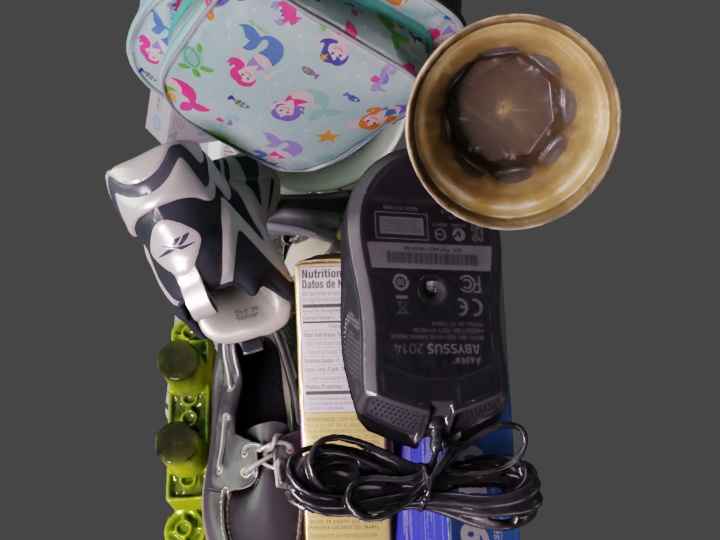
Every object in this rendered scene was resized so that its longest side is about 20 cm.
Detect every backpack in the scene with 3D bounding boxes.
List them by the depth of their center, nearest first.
[{"bbox_3d":[-0.048,-0.153,0.695,0.200,0.177,0.151,-24,47,49],"label":"backpack"}]

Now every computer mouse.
[{"bbox_3d":[0.025,0.035,0.595,0.053,0.138,0.201,136,138,-67],"label":"computer mouse"}]

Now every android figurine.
[{"bbox_3d":[-0.122,0.133,0.859,0.200,0.041,0.183,84,-178,-65],"label":"android figurine"}]

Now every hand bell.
[{"bbox_3d":[0.073,-0.101,0.626,0.200,0.104,0.105,-89,11,-71],"label":"hand bell"}]

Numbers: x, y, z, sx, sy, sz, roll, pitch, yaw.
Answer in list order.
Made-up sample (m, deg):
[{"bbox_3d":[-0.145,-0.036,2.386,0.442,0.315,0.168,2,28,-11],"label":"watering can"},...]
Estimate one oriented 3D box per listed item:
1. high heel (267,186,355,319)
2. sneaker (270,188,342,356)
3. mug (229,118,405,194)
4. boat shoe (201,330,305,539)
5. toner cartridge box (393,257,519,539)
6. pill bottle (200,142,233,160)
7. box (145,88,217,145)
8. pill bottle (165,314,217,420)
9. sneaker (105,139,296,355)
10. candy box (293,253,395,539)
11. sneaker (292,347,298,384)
[{"bbox_3d":[0.000,0.000,0.892,0.200,0.142,0.072,58,-140,-57],"label":"high heel"},{"bbox_3d":[-0.055,-0.007,1.027,0.114,0.076,0.200,105,169,-50],"label":"sneaker"},{"bbox_3d":[-0.042,-0.140,0.902,0.176,0.147,0.201,-92,13,-64],"label":"mug"},{"bbox_3d":[-0.069,0.116,0.726,0.063,0.072,0.201,94,172,-56],"label":"boat shoe"},{"bbox_3d":[0.052,0.092,0.654,0.095,0.043,0.201,126,147,-61],"label":"toner cartridge box"},{"bbox_3d":[-0.129,-0.171,1.296,0.113,0.113,0.201,-157,75,-74],"label":"pill bottle"},{"bbox_3d":[-0.088,-0.196,1.004,0.041,0.199,0.156,43,132,35],"label":"box"},{"bbox_3d":[-0.167,0.128,1.308,0.116,0.116,0.201,-172,87,-75],"label":"pill bottle"},{"bbox_3d":[-0.085,-0.008,0.728,0.199,0.079,0.130,18,-129,-82],"label":"sneaker"},{"bbox_3d":[-0.007,0.090,0.712,0.117,0.056,0.201,-32,-58,-85],"label":"candy box"},{"bbox_3d":[-0.019,0.118,0.814,0.114,0.076,0.200,111,165,-61],"label":"sneaker"}]
